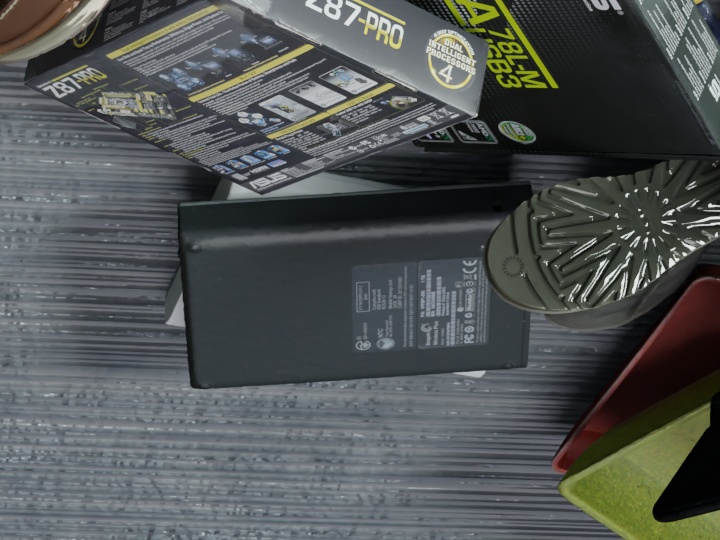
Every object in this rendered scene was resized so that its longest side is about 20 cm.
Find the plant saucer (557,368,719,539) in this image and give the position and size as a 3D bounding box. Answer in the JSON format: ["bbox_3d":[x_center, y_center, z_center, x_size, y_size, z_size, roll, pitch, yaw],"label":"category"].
[{"bbox_3d":[0.252,0.115,1.796,0.199,0.048,0.200,-31,133,27],"label":"plant saucer"}]

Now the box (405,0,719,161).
[{"bbox_3d":[0.073,-0.132,1.477,0.193,0.048,0.200,6,148,36],"label":"box"}]

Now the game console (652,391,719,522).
[{"bbox_3d":[0.292,0.107,1.636,0.200,0.117,0.176,-17,140,35],"label":"game console"}]

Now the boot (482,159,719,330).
[{"bbox_3d":[0.129,-0.007,1.602,0.181,0.073,0.200,-17,175,-16],"label":"boot"}]

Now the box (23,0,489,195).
[{"bbox_3d":[-0.056,-0.104,1.499,0.161,0.049,0.200,22,158,-29],"label":"box"}]

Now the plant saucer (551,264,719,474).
[{"bbox_3d":[0.245,0.072,1.810,0.199,0.037,0.200,13,135,-21],"label":"plant saucer"}]

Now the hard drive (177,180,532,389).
[{"bbox_3d":[-0.003,0.011,1.670,0.199,0.033,0.140,-4,140,-3],"label":"hard drive"}]

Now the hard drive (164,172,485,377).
[{"bbox_3d":[0.000,0.000,1.704,0.199,0.027,0.132,10,137,-18],"label":"hard drive"}]

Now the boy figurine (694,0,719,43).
[{"bbox_3d":[0.145,-0.156,1.499,0.124,0.065,0.200,6,148,20],"label":"boy figurine"}]

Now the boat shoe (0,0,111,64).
[{"bbox_3d":[-0.137,-0.179,1.450,0.072,0.076,0.200,37,120,-26],"label":"boat shoe"}]
